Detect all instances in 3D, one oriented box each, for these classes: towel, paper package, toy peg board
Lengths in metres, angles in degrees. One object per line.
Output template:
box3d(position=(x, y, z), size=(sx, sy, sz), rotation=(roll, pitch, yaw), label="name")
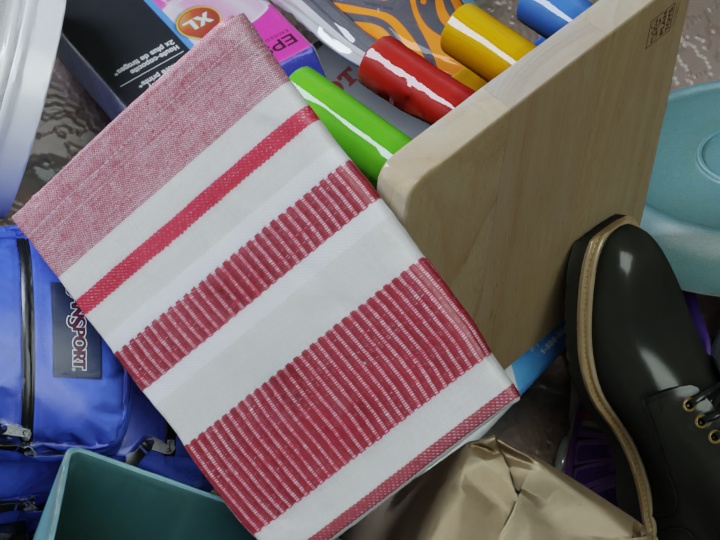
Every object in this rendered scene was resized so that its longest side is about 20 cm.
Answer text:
box3d(position=(-0.041, 0.011, 1.105), size=(0.200, 0.144, 0.023), rotation=(53, 25, 3), label="towel")
box3d(position=(0.028, 0.198, 1.205), size=(0.103, 0.200, 0.191), rotation=(29, 67, -8), label="paper package")
box3d(position=(0.044, -0.045, 1.209), size=(0.098, 0.201, 0.199), rotation=(36, 54, 24), label="toy peg board")

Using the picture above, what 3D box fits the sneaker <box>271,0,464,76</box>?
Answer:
box3d(position=(0.010, -0.167, 1.275), size=(0.200, 0.078, 0.112), rotation=(33, 109, 6), label="sneaker")

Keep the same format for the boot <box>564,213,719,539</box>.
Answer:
box3d(position=(0.181, 0.070, 1.237), size=(0.077, 0.138, 0.201), rotation=(-35, 115, -34), label="boot")

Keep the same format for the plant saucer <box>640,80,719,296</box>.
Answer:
box3d(position=(0.208, -0.051, 1.364), size=(0.199, 0.028, 0.201), rotation=(-3, 34, 2), label="plant saucer")

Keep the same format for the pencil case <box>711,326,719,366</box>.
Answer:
box3d(position=(0.251, 0.051, 1.324), size=(0.091, 0.200, 0.083), rotation=(37, 83, -11), label="pencil case")

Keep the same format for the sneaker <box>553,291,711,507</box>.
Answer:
box3d(position=(0.146, 0.076, 1.345), size=(0.080, 0.083, 0.201), rotation=(1, 76, -17), label="sneaker")

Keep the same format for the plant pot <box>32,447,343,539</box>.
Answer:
box3d(position=(-0.107, 0.213, 1.148), size=(0.141, 0.200, 0.142), rotation=(21, 38, -12), label="plant pot")

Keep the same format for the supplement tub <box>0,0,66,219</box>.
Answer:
box3d(position=(-0.252, -0.108, 1.238), size=(0.199, 0.145, 0.146), rotation=(15, 70, -13), label="supplement tub")

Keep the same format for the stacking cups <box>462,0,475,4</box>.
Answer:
box3d(position=(0.041, -0.119, 1.349), size=(0.060, 0.060, 0.201), rotation=(-36, 107, -24), label="stacking cups")

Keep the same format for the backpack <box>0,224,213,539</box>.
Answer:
box3d(position=(-0.152, 0.055, 1.211), size=(0.199, 0.168, 0.163), rotation=(1, 78, -18), label="backpack")

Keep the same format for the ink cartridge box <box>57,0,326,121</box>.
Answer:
box3d(position=(-0.087, -0.106, 1.289), size=(0.094, 0.037, 0.200), rotation=(-29, 50, -15), label="ink cartridge box")

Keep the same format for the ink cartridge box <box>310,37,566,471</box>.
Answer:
box3d(position=(0.000, 0.000, 1.320), size=(0.200, 0.085, 0.145), rotation=(47, 65, -1), label="ink cartridge box")
